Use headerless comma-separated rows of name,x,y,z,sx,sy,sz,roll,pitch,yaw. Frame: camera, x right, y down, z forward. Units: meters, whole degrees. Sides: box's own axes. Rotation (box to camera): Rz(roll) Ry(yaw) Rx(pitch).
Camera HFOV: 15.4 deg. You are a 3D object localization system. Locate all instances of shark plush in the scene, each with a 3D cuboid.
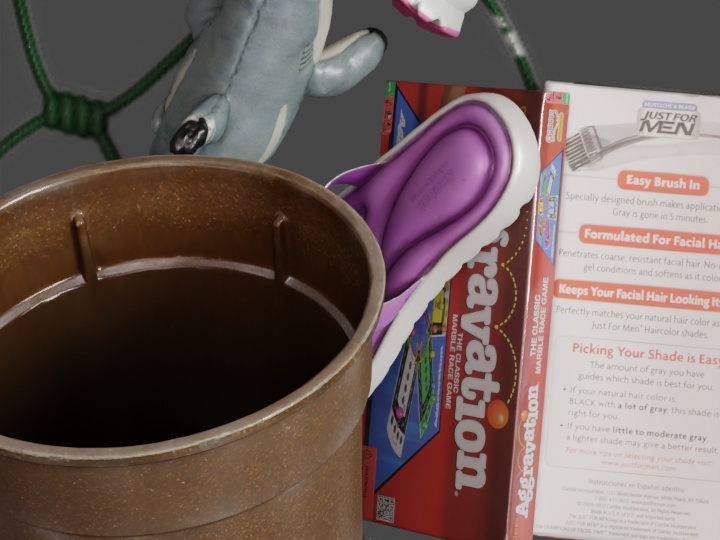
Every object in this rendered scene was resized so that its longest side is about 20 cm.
shark plush,-0.075,-0.068,1.181,0.091,0.083,0.200,41,95,1

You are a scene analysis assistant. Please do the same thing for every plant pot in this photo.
plant pot,-0.081,0.089,1.115,0.200,0.200,0.199,-3,125,4

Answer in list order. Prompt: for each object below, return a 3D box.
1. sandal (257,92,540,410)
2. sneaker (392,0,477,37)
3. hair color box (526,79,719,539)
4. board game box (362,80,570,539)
sandal,-0.004,-0.005,1.165,0.203,0.050,0.083,-50,57,26
sneaker,-0.003,-0.200,1.177,0.088,0.081,0.200,-45,96,1
hair color box,0.129,0.019,1.182,0.111,0.064,0.200,5,95,5
board game box,0.043,0.018,1.177,0.103,0.019,0.200,8,94,47
